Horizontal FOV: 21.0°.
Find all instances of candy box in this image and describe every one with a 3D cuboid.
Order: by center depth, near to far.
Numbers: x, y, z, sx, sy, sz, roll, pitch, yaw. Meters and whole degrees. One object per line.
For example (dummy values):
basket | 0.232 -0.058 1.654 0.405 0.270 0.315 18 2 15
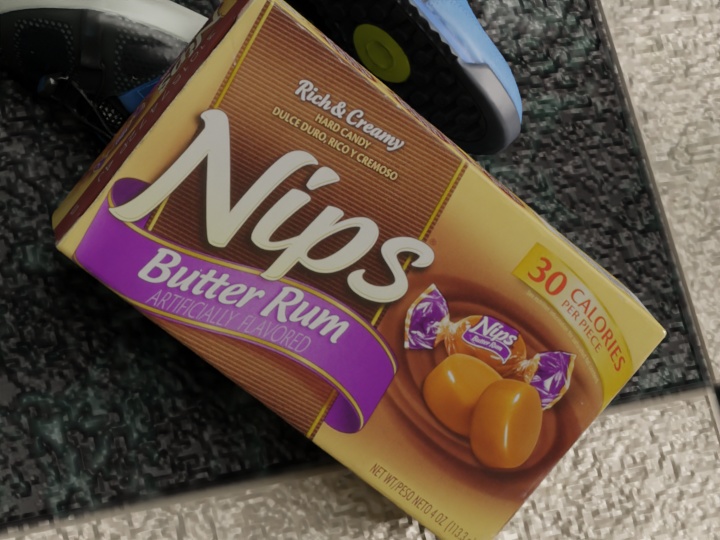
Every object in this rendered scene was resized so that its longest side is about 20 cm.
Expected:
candy box | 0.000 0.000 0.715 0.200 0.056 0.117 39 96 -17

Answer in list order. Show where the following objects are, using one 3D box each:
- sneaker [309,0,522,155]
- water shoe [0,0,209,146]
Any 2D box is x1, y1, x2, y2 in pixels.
sneaker | 0.007 -0.139 0.809 0.200 0.066 0.078 47 60 1
water shoe | -0.064 -0.048 0.748 0.199 0.071 0.079 22 71 -11
